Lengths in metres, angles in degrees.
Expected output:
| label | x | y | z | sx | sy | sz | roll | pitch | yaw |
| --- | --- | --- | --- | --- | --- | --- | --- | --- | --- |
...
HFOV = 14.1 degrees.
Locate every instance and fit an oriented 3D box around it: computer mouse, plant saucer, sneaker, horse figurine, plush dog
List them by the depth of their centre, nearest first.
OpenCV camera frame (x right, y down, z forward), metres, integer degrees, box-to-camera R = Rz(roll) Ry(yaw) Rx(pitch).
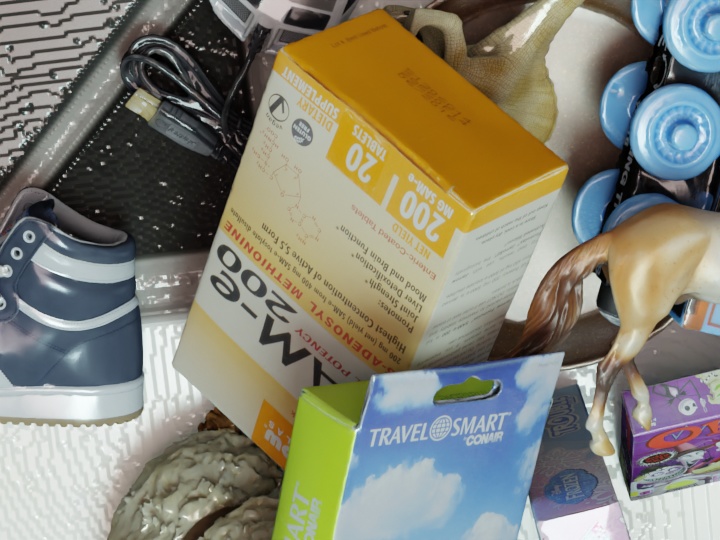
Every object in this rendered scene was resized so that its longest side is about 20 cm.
| label | x | y | z | sx | sy | sz | roll | pitch | yaw |
| --- | --- | --- | --- | --- | --- | --- | --- | --- | --- |
| horse figurine | 0.160 | 0.012 | 1.330 | 0.199 | 0.050 | 0.133 | -4 | 107 | -13 |
| computer mouse | -0.031 | -0.141 | 1.410 | 0.109 | 0.044 | 0.201 | 30 | 105 | -4 |
| plush dog | -0.058 | 0.151 | 1.412 | 0.200 | 0.172 | 0.160 | -53 | 139 | -2 |
| sneaker | -0.202 | 0.016 | 1.419 | 0.199 | 0.070 | 0.109 | 2 | 107 | -10 |
| plant saucer | 0.089 | -0.051 | 1.438 | 0.199 | 0.035 | 0.202 | -1 | 103 | -2 |

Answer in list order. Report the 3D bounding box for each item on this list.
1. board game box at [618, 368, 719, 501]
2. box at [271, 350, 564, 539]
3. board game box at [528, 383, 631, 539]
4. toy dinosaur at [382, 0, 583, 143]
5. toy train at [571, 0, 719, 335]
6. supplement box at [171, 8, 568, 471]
| label | x | y | z | sx | sy | sz | roll | pitch | yaw |
| --- | --- | --- | --- | --- | --- | --- | --- | --- | --- |
| board game box | 0.226 | 0.065 | 1.429 | 0.199 | 0.120 | 0.032 | -13 | 66 | 0 |
| box | 0.016 | 0.125 | 1.301 | 0.121 | 0.048 | 0.201 | -6 | 116 | -41 |
| board game box | 0.120 | 0.177 | 1.404 | 0.043 | 0.200 | 0.200 | -16 | 103 | 3 |
| toy dinosaur | 0.056 | -0.093 | 1.390 | 0.101 | 0.058 | 0.201 | 24 | 110 | -21 |
| toy train | 0.174 | -0.063 | 1.383 | 0.114 | 0.087 | 0.201 | 12 | 102 | -13 |
| supplement box | 0.000 | 0.000 | 1.343 | 0.126 | 0.073 | 0.201 | 41 | 133 | 23 |
